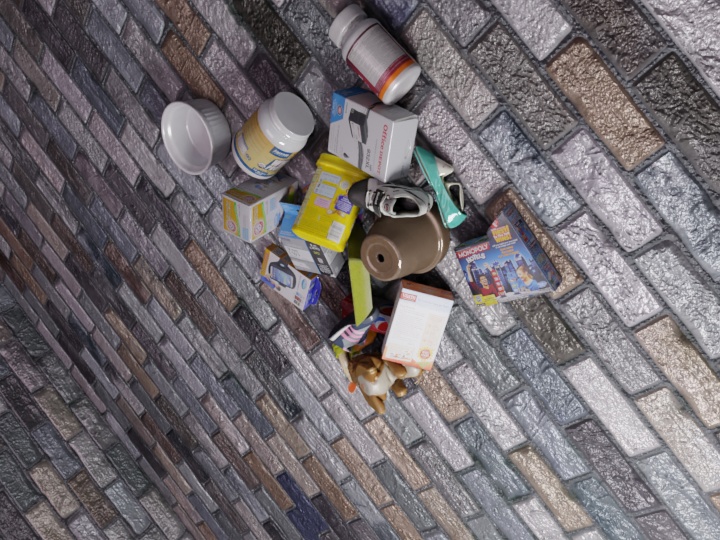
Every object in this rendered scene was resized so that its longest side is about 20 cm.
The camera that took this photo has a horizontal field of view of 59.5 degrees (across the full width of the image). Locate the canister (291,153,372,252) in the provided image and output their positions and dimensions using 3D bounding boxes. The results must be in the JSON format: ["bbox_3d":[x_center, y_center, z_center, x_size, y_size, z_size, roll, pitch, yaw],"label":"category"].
[{"bbox_3d":[-0.068,-0.163,1.522,0.146,0.087,0.204,19,81,20],"label":"canister"}]

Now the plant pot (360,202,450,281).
[{"bbox_3d":[0.087,-0.065,1.481,0.197,0.174,0.205,17,123,29],"label":"plant pot"}]

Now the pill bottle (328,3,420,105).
[{"bbox_3d":[0.028,-0.464,1.353,0.200,0.109,0.110,48,132,6],"label":"pill bottle"}]

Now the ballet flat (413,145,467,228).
[{"bbox_3d":[0.188,-0.197,1.418,0.069,0.067,0.203,-22,101,17],"label":"ballet flat"}]

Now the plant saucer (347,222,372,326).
[{"bbox_3d":[0.000,0.000,1.586,0.047,0.201,0.204,-5,124,2],"label":"plant saucer"}]

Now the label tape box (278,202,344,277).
[{"bbox_3d":[-0.139,-0.080,1.667,0.141,0.067,0.202,13,147,31],"label":"label tape box"}]

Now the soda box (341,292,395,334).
[{"bbox_3d":[0.046,0.118,1.679,0.196,0.070,0.065,16,124,29],"label":"soda box"}]

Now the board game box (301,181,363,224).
[{"bbox_3d":[-0.082,-0.168,1.640,0.198,0.039,0.160,-24,98,42],"label":"board game box"}]

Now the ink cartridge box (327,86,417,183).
[{"bbox_3d":[0.023,-0.310,1.430,0.199,0.083,0.148,34,130,34],"label":"ink cartridge box"}]

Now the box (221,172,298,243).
[{"bbox_3d":[-0.265,-0.174,1.667,0.100,0.199,0.115,24,126,23],"label":"box"}]

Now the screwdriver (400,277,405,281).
[{"bbox_3d":[0.097,0.005,1.611,0.029,0.028,0.202,-31,93,12],"label":"screwdriver"}]

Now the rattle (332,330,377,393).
[{"bbox_3d":[-0.001,0.251,1.814,0.130,0.141,0.203,39,157,56],"label":"rattle"}]

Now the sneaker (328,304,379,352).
[{"bbox_3d":[0.000,0.153,1.651,0.082,0.071,0.199,42,138,-14],"label":"sneaker"}]

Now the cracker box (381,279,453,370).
[{"bbox_3d":[0.139,0.136,1.566,0.131,0.058,0.204,14,113,-4],"label":"cracker box"}]

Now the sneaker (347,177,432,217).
[{"bbox_3d":[0.057,-0.158,1.397,0.195,0.089,0.076,7,112,16],"label":"sneaker"}]

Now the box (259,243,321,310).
[{"bbox_3d":[-0.204,0.025,1.838,0.198,0.041,0.121,35,130,20],"label":"box"}]

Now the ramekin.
[{"bbox_3d":[-0.456,-0.382,1.769,0.197,0.097,0.205,18,124,28],"label":"ramekin"}]

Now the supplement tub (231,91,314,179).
[{"bbox_3d":[-0.220,-0.338,1.583,0.199,0.144,0.146,-32,94,43],"label":"supplement tub"}]

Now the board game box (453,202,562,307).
[{"bbox_3d":[0.317,-0.036,1.400,0.197,0.061,0.204,-15,103,41],"label":"board game box"}]

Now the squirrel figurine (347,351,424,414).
[{"bbox_3d":[0.072,0.257,1.680,0.199,0.184,0.144,16,128,60],"label":"squirrel figurine"}]
